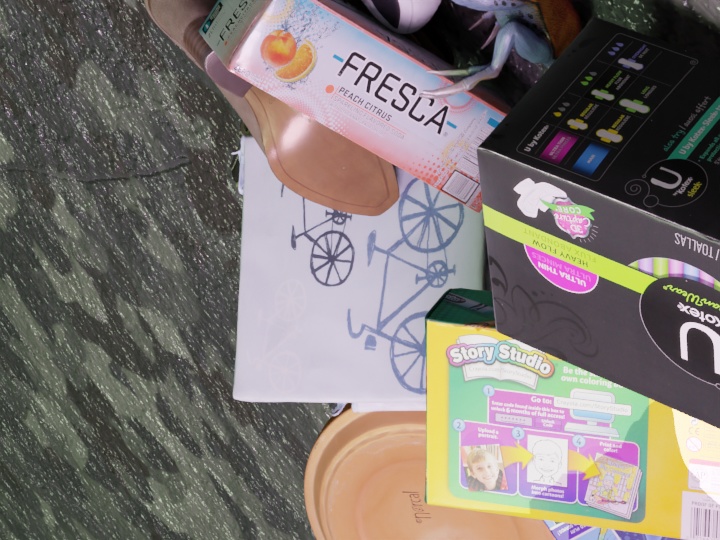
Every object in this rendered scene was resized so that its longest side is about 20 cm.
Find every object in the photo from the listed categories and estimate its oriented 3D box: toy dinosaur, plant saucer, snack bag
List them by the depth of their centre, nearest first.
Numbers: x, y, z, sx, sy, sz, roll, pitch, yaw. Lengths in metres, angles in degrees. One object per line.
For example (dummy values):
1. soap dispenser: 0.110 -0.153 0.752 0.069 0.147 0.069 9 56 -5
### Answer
1. toy dinosaur: 0.092 -0.142 1.382 0.181 0.105 0.200 38 147 -13
2. snack bag: 0.000 0.000 1.589 0.199 0.021 0.190 -3 82 32
3. plant saucer: 0.055 0.164 1.620 0.199 0.032 0.201 10 123 16

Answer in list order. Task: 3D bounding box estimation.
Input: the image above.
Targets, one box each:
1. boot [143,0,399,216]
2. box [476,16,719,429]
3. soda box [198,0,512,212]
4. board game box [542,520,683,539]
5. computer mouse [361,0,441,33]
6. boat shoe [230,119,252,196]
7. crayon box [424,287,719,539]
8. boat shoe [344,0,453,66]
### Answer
1. boot: -0.059 -0.132 1.557 0.200 0.070 0.146 44 -167 -36
2. box: 0.179 -0.019 1.306 0.199 0.124 0.149 22 144 28
3. soda box: 0.005 -0.112 1.462 0.199 0.064 0.068 29 -167 -30
4. board game box: 0.186 0.096 1.453 0.200 0.034 0.136 -32 97 27
5. computer mouse: 0.005 -0.225 1.423 0.044 0.110 0.200 2 137 45
6. boat shoe: -0.046 -0.115 1.679 0.066 0.072 0.201 56 151 5
7. crayon box: 0.137 0.083 1.413 0.199 0.058 0.120 6 111 18
8. boat shoe: -0.004 -0.200 1.501 0.070 0.071 0.201 -15 121 23
